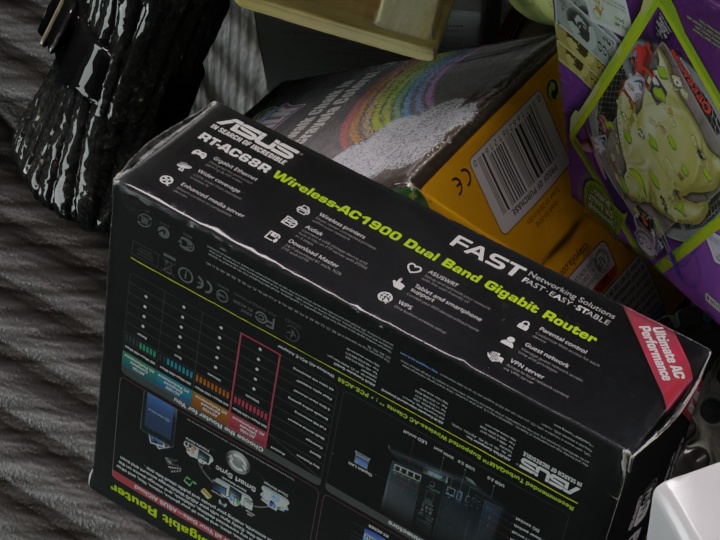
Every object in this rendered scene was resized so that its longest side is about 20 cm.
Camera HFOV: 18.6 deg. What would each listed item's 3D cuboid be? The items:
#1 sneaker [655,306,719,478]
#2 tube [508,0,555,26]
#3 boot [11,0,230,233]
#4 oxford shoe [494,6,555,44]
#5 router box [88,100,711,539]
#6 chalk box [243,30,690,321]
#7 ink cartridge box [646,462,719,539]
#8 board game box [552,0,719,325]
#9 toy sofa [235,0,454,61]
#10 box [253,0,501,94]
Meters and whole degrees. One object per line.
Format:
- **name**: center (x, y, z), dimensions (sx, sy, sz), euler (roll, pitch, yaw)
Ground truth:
- **sneaker**: center (0.139, 0.115, 0.792), dimensions (0.086, 0.078, 0.200), euler (67, -163, -80)
- **tube**: center (0.099, -0.107, 0.763), dimensions (0.058, 0.052, 0.200), euler (33, 180, -17)
- **boot**: center (-0.092, -0.120, 0.937), dimensions (0.211, 0.079, 0.158), euler (-84, 8, -65)
- **oxford shoe**: center (0.100, -0.017, 0.911), dimensions (0.075, 0.070, 0.200), euler (-2, 97, 51)
- **router box**: center (0.006, 0.053, 0.746), dimensions (0.200, 0.062, 0.150), euler (28, 133, 19)
- **chalk box**: center (0.000, 0.000, 0.851), dimensions (0.200, 0.124, 0.124), euler (-7, 118, 43)
- **ink cartridge box**: center (0.152, 0.157, 0.580), dimensions (0.145, 0.084, 0.200), euler (86, 161, -54)
- **board game box**: center (0.118, -0.033, 0.672), dimensions (0.200, 0.032, 0.120), euler (-132, 31, -52)
- **toy sofa**: center (0.010, -0.173, 0.774), dimensions (0.200, 0.083, 0.098), euler (100, -174, -62)
- **box**: center (0.014, -0.118, 0.999), dimensions (0.200, 0.097, 0.124), euler (84, -168, -64)
